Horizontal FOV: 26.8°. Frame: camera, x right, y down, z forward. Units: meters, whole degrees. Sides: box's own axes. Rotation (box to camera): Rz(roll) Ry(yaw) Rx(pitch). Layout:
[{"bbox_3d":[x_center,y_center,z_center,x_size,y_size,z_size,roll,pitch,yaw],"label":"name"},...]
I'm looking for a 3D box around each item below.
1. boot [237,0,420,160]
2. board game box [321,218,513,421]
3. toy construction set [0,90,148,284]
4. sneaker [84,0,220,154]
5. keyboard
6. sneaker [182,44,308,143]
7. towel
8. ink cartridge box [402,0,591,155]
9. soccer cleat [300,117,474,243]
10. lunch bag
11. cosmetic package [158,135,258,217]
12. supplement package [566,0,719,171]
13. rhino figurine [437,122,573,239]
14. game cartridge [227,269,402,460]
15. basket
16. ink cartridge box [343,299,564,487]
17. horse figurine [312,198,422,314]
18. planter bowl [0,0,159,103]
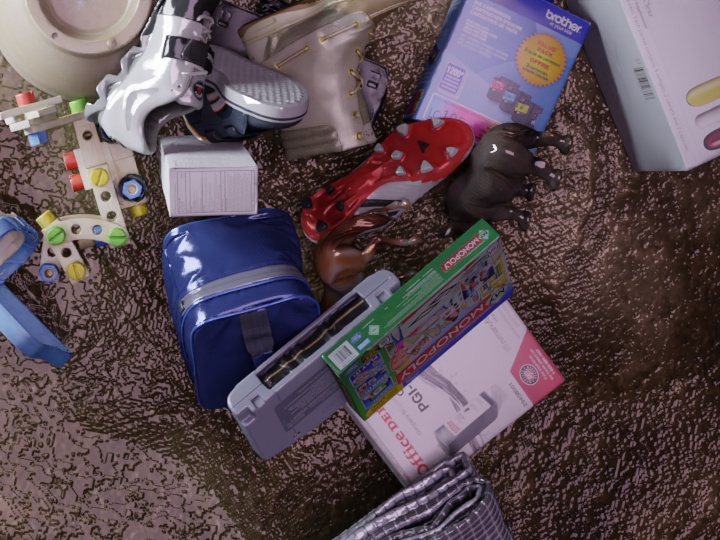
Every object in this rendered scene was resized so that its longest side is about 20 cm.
[{"bbox_3d":[-0.005,-0.202,1.492,0.200,0.072,0.155,-17,101,12],"label":"boot"},{"bbox_3d":[0.059,0.050,1.451,0.200,0.135,0.029,-40,63,-8],"label":"board game box"},{"bbox_3d":[-0.281,-0.091,1.484,0.131,0.092,0.200,-16,114,-6],"label":"toy construction set"},{"bbox_3d":[-0.166,-0.196,1.413,0.089,0.074,0.200,39,100,18],"label":"sneaker"},{"bbox_3d":[-0.064,-0.221,1.546,0.200,0.040,0.104,22,102,-5],"label":"keyboard"},{"bbox_3d":[-0.115,-0.158,1.460,0.078,0.200,0.079,-11,117,-31],"label":"sneaker"},{"bbox_3d":[0.058,0.294,1.532,0.200,0.166,0.086,-34,54,-6],"label":"towel"},{"bbox_3d":[0.145,-0.220,1.559,0.136,0.076,0.200,23,89,-11],"label":"ink cartridge box"},{"bbox_3d":[0.030,-0.087,1.528,0.200,0.085,0.069,-33,66,9],"label":"soccer cleat"},{"bbox_3d":[-0.112,0.052,1.470,0.136,0.200,0.132,-13,56,-7],"label":"lunch bag"},{"bbox_3d":[-0.150,-0.093,1.451,0.083,0.200,0.051,0,103,-10],"label":"cosmetic package"},{"bbox_3d":[0.318,-0.214,1.548,0.111,0.156,0.200,-25,98,-8],"label":"supplement package"},{"bbox_3d":[0.134,-0.078,1.528,0.087,0.200,0.060,18,52,-11],"label":"rhino figurine"},{"bbox_3d":[-0.035,0.094,1.451,0.200,0.133,0.040,-39,61,-12],"label":"game cartridge"},{"bbox_3d":[-0.353,0.011,1.400,0.200,0.176,0.139,41,83,6],"label":"basket"},{"bbox_3d":[0.087,0.115,1.569,0.200,0.085,0.146,-37,99,-3],"label":"ink cartridge box"},{"bbox_3d":[0.000,0.000,1.523,0.133,0.200,0.050,-20,53,-8],"label":"horse figurine"},{"bbox_3d":[-0.261,-0.263,1.454,0.200,0.135,0.200,-1,95,-10],"label":"planter bowl"}]
